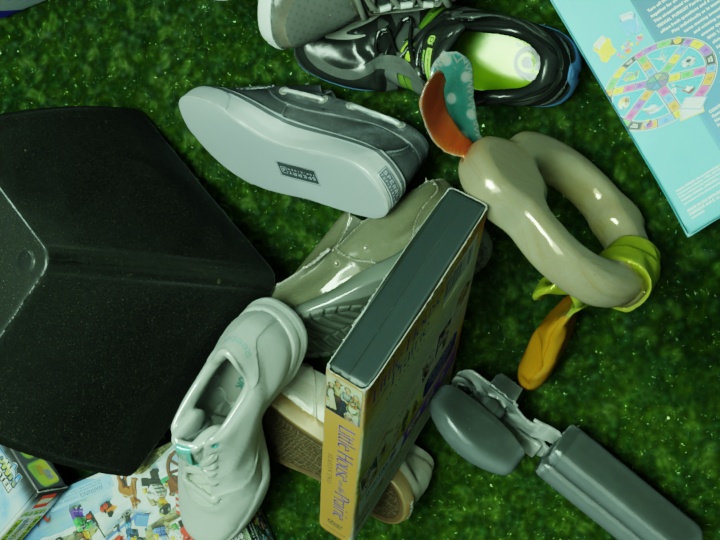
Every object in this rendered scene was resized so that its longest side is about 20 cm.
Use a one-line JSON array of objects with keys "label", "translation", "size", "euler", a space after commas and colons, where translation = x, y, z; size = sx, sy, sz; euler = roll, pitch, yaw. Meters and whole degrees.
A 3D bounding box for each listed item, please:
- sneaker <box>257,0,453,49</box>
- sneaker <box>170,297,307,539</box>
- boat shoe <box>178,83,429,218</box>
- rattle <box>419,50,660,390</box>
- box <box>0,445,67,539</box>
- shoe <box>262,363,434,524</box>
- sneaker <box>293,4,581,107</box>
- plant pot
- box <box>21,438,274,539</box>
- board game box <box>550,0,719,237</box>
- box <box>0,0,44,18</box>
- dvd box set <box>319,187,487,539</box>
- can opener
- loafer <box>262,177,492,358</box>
[{"label": "sneaker", "translation": [0.026, -0.197, 0.722], "size": [0.199, 0.077, 0.082], "euler": [-36, 59, -7]}, {"label": "sneaker", "translation": [-0.101, 0.116, 0.779], "size": [0.074, 0.088, 0.203], "euler": [26, 118, 16]}, {"label": "boat shoe", "translation": [-0.041, -0.099, 0.802], "size": [0.198, 0.068, 0.072], "euler": [20, 146, 35]}, {"label": "rattle", "translation": [0.082, -0.028, 0.727], "size": [0.198, 0.132, 0.142], "euler": [25, 145, -23]}, {"label": "box", "translation": [-0.325, 0.131, 0.915], "size": [0.110, 0.035, 0.201], "euler": [-46, 68, 17]}, {"label": "shoe", "translation": [-0.035, 0.111, 0.835], "size": [0.198, 0.053, 0.071], "euler": [31, 140, 19]}, {"label": "sneaker", "translation": [0.047, -0.149, 0.757], "size": [0.196, 0.083, 0.072], "euler": [11, 99, 18]}, {"label": "plant pot", "translation": [-0.216, 0.008, 0.787], "size": [0.200, 0.176, 0.200], "euler": [47, 109, 25]}, {"label": "box", "translation": [-0.167, 0.215, 0.892], "size": [0.197, 0.038, 0.139], "euler": [-25, 88, 19]}, {"label": "board game box", "translation": [0.221, -0.148, 0.717], "size": [0.150, 0.047, 0.202], "euler": [-31, 86, 18]}, {"label": "box", "translation": [-0.237, -0.258, 0.787], "size": [0.197, 0.184, 0.107], "euler": [-14, 93, 20]}, {"label": "dvd box set", "translation": [0.023, 0.065, 0.705], "size": [0.029, 0.147, 0.201], "euler": [26, 148, 15]}, {"label": "can opener", "translation": [0.135, 0.137, 0.771], "size": [0.198, 0.053, 0.067], "euler": [35, 66, 8]}, {"label": "loafer", "translation": [0.000, 0.000, 0.804], "size": [0.198, 0.075, 0.071], "euler": [-26, 58, 20]}]
